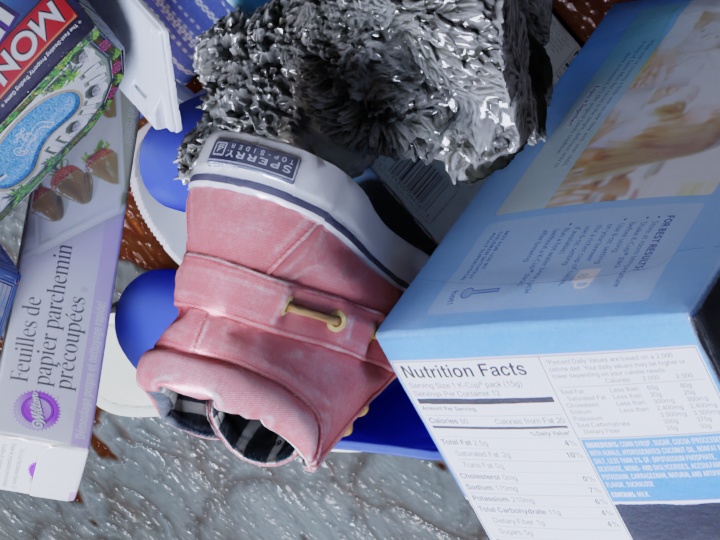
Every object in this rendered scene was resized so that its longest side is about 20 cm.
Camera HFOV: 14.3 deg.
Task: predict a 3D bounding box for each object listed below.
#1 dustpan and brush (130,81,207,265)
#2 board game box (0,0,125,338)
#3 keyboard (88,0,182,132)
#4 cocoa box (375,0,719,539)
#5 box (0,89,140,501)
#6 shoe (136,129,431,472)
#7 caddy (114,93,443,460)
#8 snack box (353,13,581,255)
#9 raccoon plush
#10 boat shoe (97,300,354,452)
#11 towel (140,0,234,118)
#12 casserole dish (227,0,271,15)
[{"bbox_3d":[-0.061,-0.053,1.240,0.139,0.057,0.200,0,128,38],"label":"dustpan and brush"},{"bbox_3d":[-0.177,-0.046,1.090,0.200,0.200,0.062,52,-167,27],"label":"board game box"},{"bbox_3d":[-0.125,-0.130,1.102,0.200,0.011,0.056,47,151,33],"label":"keyboard"},{"bbox_3d":[0.124,0.005,0.995,0.133,0.200,0.131,-5,126,40],"label":"cocoa box"},{"bbox_3d":[-0.116,-0.005,1.134,0.039,0.200,0.041,10,142,-7],"label":"box"},{"bbox_3d":[-0.018,0.027,0.988,0.071,0.091,0.200,15,169,22],"label":"shoe"},{"bbox_3d":[0.000,0.000,1.138,0.200,0.142,0.105,9,179,-40],"label":"caddy"},{"bbox_3d":[0.088,0.001,1.111,0.200,0.116,0.037,49,146,-12],"label":"snack box"},{"bbox_3d":[-0.011,-0.109,0.977,0.134,0.097,0.200,-1,122,15],"label":"raccoon plush"},{"bbox_3d":[-0.035,0.040,1.341,0.200,0.062,0.073,3,104,26],"label":"boat shoe"},{"bbox_3d":[-0.110,-0.142,1.224,0.145,0.024,0.200,45,147,-9],"label":"towel"},{"bbox_3d":[0.029,-0.145,1.009,0.121,0.039,0.200,8,147,-30],"label":"casserole dish"}]
